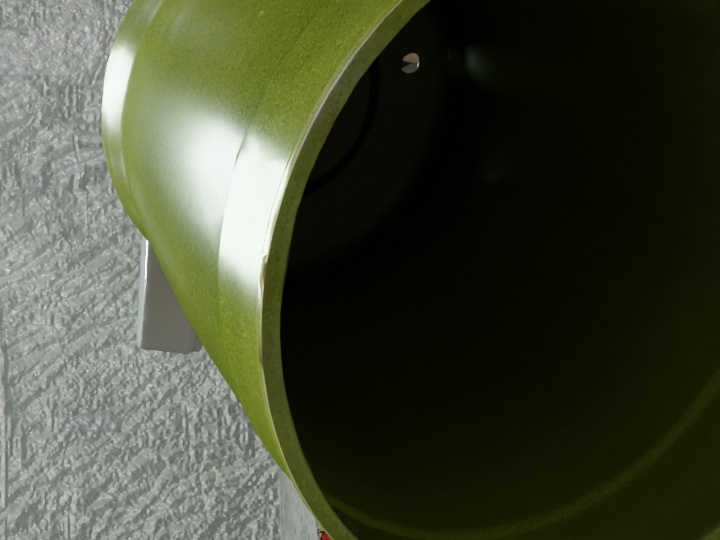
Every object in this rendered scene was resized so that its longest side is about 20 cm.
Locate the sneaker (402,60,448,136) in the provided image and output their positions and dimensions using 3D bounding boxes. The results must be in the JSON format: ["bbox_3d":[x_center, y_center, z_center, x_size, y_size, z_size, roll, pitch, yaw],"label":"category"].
[{"bbox_3d":[0.004,-0.039,0.965,0.067,0.090,0.200,62,170,-14],"label":"sneaker"}]

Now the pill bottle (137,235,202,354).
[{"bbox_3d":[0.000,0.000,1.173,0.111,0.199,0.112,-177,90,-84],"label":"pill bottle"}]

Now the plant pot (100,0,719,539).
[{"bbox_3d":[0.017,-0.029,0.755,0.193,0.200,0.201,31,125,55],"label":"plant pot"}]

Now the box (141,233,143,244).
[{"bbox_3d":[-0.009,-0.077,1.259,0.164,0.199,0.086,106,163,-68],"label":"box"}]

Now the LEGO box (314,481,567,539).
[{"bbox_3d":[0.062,0.147,0.837,0.200,0.077,0.149,61,-173,-26],"label":"LEGO box"}]

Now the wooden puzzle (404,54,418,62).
[{"bbox_3d":[0.033,-0.109,0.996,0.046,0.185,0.200,-51,29,-5],"label":"wooden puzzle"}]
